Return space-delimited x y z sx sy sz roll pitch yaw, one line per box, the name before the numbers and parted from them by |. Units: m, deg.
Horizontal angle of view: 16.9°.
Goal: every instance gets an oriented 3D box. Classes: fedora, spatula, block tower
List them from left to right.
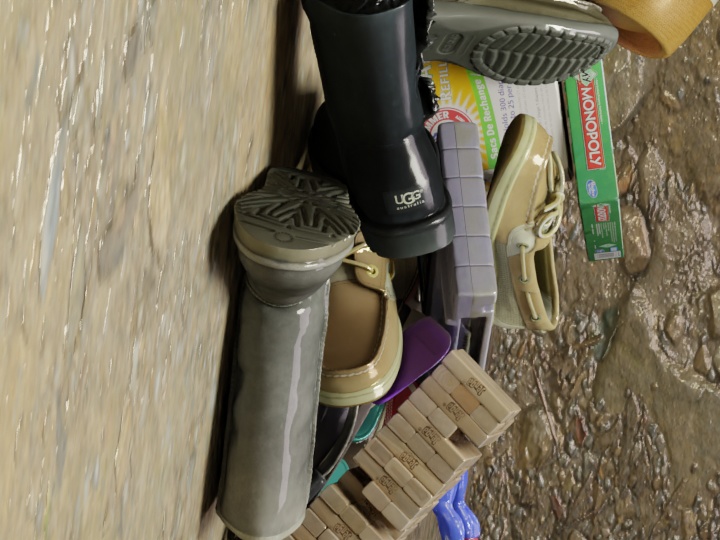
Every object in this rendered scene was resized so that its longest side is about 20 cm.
spatula | -0.018 0.108 1.464 0.200 0.021 0.057 -51 -153 1
block tower | 0.012 0.139 1.486 0.200 0.058 0.054 -46 169 10
fedora | 0.184 -0.201 1.651 0.082 0.200 0.201 -57 173 2

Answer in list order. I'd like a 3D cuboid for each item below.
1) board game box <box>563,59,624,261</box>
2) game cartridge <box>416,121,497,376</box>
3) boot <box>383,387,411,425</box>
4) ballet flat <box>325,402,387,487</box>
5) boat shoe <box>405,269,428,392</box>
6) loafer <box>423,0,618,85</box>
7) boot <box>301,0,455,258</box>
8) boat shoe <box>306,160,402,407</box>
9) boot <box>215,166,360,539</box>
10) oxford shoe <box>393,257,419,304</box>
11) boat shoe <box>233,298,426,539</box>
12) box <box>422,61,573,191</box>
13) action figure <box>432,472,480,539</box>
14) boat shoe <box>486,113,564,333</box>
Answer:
board game box | 0.160 -0.091 1.687 0.200 0.029 0.136 55 29 -78
game cartridge | 0.059 0.009 1.551 0.200 0.038 0.130 94 -12 -59
boot | 0.051 0.048 1.804 0.072 0.143 0.201 38 62 -82
ballet flat | -0.027 0.126 1.660 0.070 0.069 0.201 88 16 -60
boat shoe | 0.045 0.017 1.699 0.071 0.062 0.201 50 19 -56
loafer | 0.074 -0.169 1.544 0.075 0.199 0.070 136 -45 -54
boot | 0.004 -0.120 1.422 0.200 0.076 0.169 -115 -167 -64
boat shoe | -0.014 -0.001 1.484 0.201 0.073 0.067 -97 178 -49
boot | -0.049 0.055 1.352 0.182 0.072 0.201 -53 159 -76
oxford shoe | 0.000 0.000 1.635 0.074 0.070 0.201 71 26 -60
boat shoe | -0.033 0.094 1.535 0.200 0.063 0.073 -56 177 -22
box | 0.078 -0.154 1.653 0.101 0.112 0.202 14 68 -83
action figure | 0.061 0.132 1.735 0.065 0.051 0.202 3 89 -65
boat shoe | 0.110 -0.026 1.575 0.201 0.063 0.073 97 9 -53
